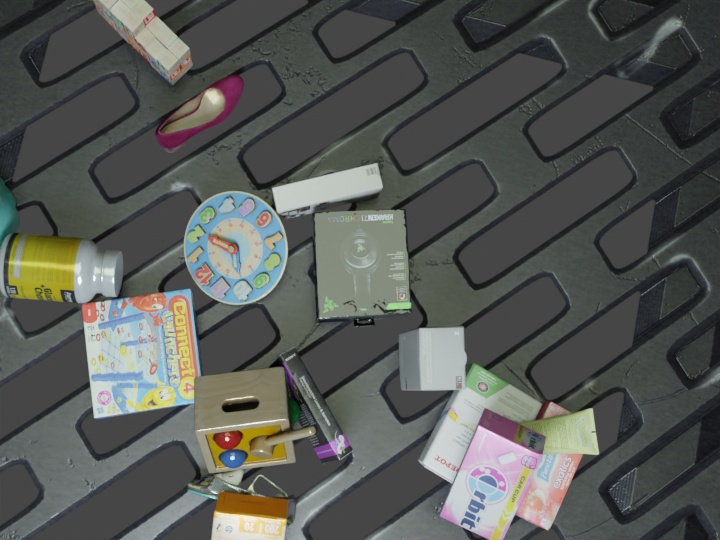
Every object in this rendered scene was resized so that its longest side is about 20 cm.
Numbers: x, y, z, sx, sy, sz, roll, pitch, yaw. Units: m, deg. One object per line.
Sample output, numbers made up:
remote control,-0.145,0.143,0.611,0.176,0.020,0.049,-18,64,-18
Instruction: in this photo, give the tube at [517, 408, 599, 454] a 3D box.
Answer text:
tube,0.306,0.286,1.651,0.195,0.052,0.059,-7,117,1

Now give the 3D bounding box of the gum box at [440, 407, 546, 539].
gum box,0.217,0.347,1.604,0.112,0.066,0.203,23,114,9

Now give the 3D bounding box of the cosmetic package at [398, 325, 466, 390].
cosmetic package,0.123,0.155,1.673,0.088,0.200,0.109,-1,82,-5

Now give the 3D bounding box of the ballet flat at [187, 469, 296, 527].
ballet flat,-0.202,0.383,1.683,0.197,0.072,0.073,21,81,-7

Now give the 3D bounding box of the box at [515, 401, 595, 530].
box,0.324,0.344,1.715,0.093,0.103,0.203,27,82,-1

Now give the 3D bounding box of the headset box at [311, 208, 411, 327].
headset box,0.000,0.000,1.737,0.170,0.093,0.205,-2,83,-5

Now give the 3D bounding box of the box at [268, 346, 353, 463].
box,-0.089,0.236,1.672,0.036,0.143,0.202,-30,86,-18

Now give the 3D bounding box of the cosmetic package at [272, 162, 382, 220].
cosmetic package,-0.061,-0.141,1.757,0.196,0.083,0.052,-14,86,-6

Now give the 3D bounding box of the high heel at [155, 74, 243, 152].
high heel,-0.291,-0.295,1.750,0.199,0.096,0.068,-38,86,-8

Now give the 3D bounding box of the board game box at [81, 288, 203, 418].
board game box,-0.381,0.146,1.704,0.191,0.056,0.205,-8,83,-6

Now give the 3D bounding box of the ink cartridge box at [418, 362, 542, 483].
ink cartridge box,0.211,0.290,1.721,0.143,0.084,0.203,30,81,0

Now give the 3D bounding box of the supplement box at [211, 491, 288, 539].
supplement box,-0.193,0.488,1.631,0.123,0.074,0.205,6,104,-3

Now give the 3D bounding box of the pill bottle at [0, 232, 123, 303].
pill bottle,-0.520,-0.002,1.683,0.195,0.112,0.115,5,82,-4

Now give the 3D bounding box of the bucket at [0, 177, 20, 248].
bucket,-0.703,-0.096,1.668,0.202,0.135,0.212,1,82,-5

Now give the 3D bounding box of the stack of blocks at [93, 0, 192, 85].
stack of blocks,-0.397,-0.442,1.751,0.200,0.115,0.059,45,81,1

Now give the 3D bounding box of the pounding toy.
pounding toy,-0.172,0.261,1.615,0.195,0.186,0.144,-6,53,-3

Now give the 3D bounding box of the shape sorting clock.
shape sorting clock,-0.225,-0.040,1.728,0.195,0.039,0.205,2,99,14
